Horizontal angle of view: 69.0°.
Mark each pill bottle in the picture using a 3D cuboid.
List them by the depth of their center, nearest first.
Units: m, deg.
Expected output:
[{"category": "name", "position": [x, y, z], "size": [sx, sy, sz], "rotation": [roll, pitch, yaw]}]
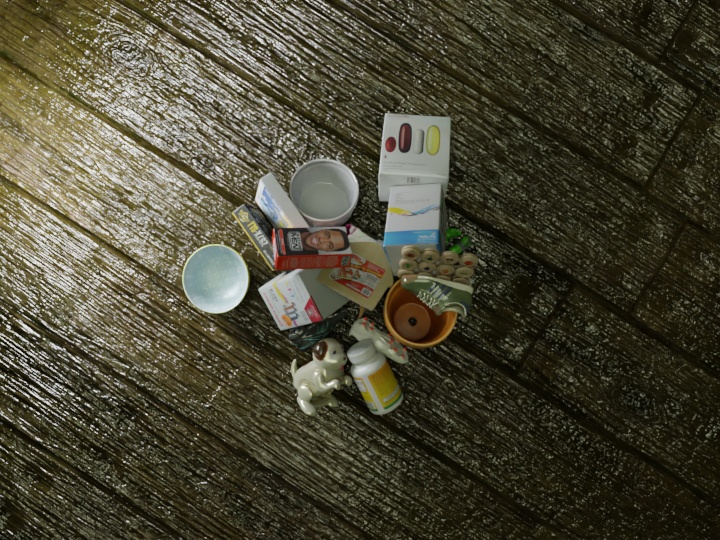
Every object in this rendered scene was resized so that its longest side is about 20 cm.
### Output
[{"category": "pill bottle", "position": [0.038, 0.310, 1.539], "size": [0.112, 0.113, 0.201], "rotation": [-25, 105, 3]}]

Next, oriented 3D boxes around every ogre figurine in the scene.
[{"category": "ogre figurine", "position": [0.217, -0.085, 1.551], "size": [0.199, 0.098, 0.121], "rotation": [31, 75, -14]}]

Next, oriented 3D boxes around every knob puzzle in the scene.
[{"category": "knob puzzle", "position": [0.000, 0.000, 1.444], "size": [0.217, 0.031, 0.221], "rotation": [4, 56, -6]}]

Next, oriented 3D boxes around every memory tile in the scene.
[{"category": "memory tile", "position": [0.198, -0.006, 1.367], "size": [0.198, 0.154, 0.017], "rotation": [7, 58, 0]}]

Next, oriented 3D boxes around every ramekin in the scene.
[{"category": "ramekin", "position": [-0.105, -0.212, 1.526], "size": [0.198, 0.105, 0.202], "rotation": [1, 71, -3]}]

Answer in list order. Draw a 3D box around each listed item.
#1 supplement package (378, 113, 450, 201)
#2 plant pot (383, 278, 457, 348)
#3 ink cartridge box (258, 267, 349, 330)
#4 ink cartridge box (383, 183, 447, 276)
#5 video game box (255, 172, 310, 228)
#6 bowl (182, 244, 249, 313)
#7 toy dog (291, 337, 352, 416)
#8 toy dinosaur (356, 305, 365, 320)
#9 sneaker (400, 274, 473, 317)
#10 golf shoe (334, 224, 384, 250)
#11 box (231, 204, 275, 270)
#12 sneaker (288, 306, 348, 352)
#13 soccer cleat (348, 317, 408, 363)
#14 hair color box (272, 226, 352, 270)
[{"category": "supplement package", "position": [0.152, -0.313, 1.481], "size": [0.189, 0.147, 0.202], "rotation": [4, 67, 3]}, {"category": "plant pot", "position": [0.158, 0.130, 1.497], "size": [0.198, 0.183, 0.202], "rotation": [1, 73, -3]}, {"category": "ink cartridge box", "position": [-0.159, 0.064, 1.493], "size": [0.199, 0.144, 0.146], "rotation": [-19, 102, 45]}, {"category": "ink cartridge box", "position": [0.154, -0.110, 1.419], "size": [0.145, 0.147, 0.202], "rotation": [-2, 57, 16]}, {"category": "video game box", "position": [-0.228, -0.163, 1.522], "size": [0.047, 0.182, 0.201], "rotation": [-35, 89, -17]}, {"category": "bowl", "position": [-0.418, 0.023, 1.573], "size": [0.198, 0.108, 0.202], "rotation": [0, 92, 3]}, {"category": "toy dog", "position": [-0.107, 0.291, 1.549], "size": [0.194, 0.139, 0.201], "rotation": [45, 118, 36]}, {"category": "toy dinosaur", "position": [0.006, 0.070, 1.582], "size": [0.105, 0.061, 0.202], "rotation": [-15, 117, 0]}, {"category": "sneaker", "position": [0.201, 0.072, 1.384], "size": [0.198, 0.067, 0.091], "rotation": [10, 68, -4]}, {"category": "golf shoe", "position": [-0.003, -0.088, 1.529], "size": [0.198, 0.075, 0.093], "rotation": [-4, 105, -34]}, {"category": "box", "position": [-0.280, -0.097, 1.537], "size": [0.049, 0.160, 0.201], "rotation": [-35, 91, 3]}, {"category": "sneaker", "position": [-0.119, 0.176, 1.592], "size": [0.199, 0.075, 0.080], "rotation": [-29, 104, 10]}, {"category": "soccer cleat", "position": [0.056, 0.220, 1.585], "size": [0.199, 0.069, 0.078], "rotation": [37, 122, -5]}, {"category": "hair color box", "position": [-0.130, -0.060, 1.396], "size": [0.198, 0.061, 0.102], "rotation": [-3, 53, -17]}]
